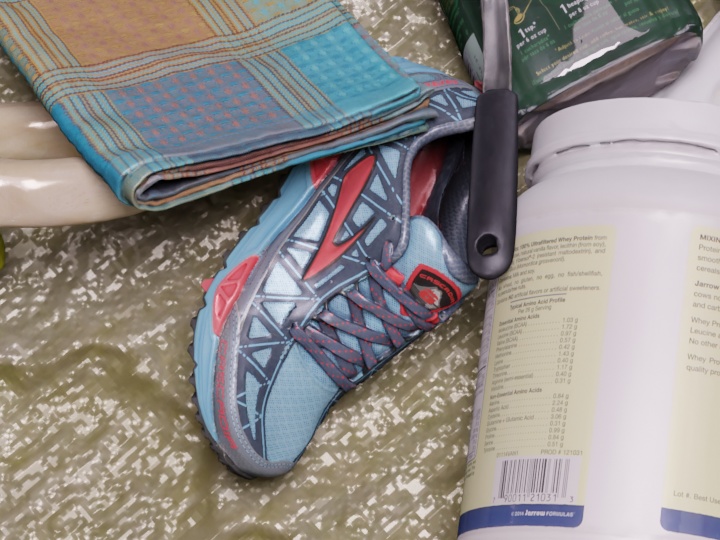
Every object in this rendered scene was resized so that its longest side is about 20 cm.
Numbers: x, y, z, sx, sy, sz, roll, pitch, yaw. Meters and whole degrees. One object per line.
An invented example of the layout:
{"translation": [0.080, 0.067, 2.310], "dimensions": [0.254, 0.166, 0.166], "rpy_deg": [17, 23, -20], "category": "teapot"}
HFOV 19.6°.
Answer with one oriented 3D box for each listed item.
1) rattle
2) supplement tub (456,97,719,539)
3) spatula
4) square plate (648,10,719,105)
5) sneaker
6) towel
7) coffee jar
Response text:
{"translation": [-0.108, -0.013, 0.927], "dimensions": [0.200, 0.130, 0.143], "rpy_deg": [-9, 95, -36], "category": "rattle"}
{"translation": [0.121, 0.043, 0.866], "dimensions": [0.145, 0.145, 0.200], "rpy_deg": [8, 74, 2], "category": "supplement tub"}
{"translation": [0.057, -0.090, 0.873], "dimensions": [0.056, 0.021, 0.200], "rpy_deg": [-4, 71, 16], "category": "spatula"}
{"translation": [0.250, -0.072, 0.963], "dimensions": [0.200, 0.028, 0.198], "rpy_deg": [38, 77, 9], "category": "square plate"}
{"translation": [0.000, 0.000, 0.888], "dimensions": [0.095, 0.079, 0.200], "rpy_deg": [17, 77, 42], "category": "sneaker"}
{"translation": [-0.078, -0.103, 0.906], "dimensions": [0.146, 0.022, 0.200], "rpy_deg": [-18, 45, -24], "category": "towel"}
{"translation": [0.068, -0.163, 0.957], "dimensions": [0.104, 0.085, 0.200], "rpy_deg": [-26, 76, 0], "category": "coffee jar"}
